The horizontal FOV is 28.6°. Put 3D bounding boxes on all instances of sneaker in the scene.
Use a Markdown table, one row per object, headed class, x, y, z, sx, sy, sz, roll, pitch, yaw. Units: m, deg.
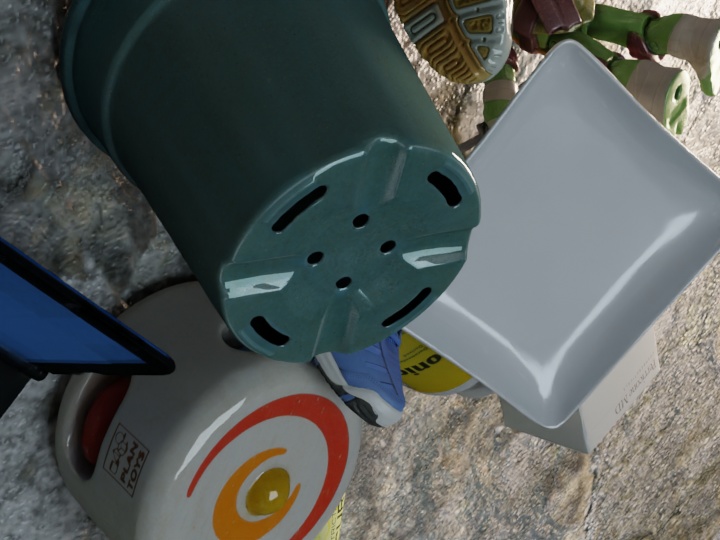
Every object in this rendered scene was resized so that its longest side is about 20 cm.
| class | x | y | z | sx | sy | sz | roll | pitch | yaw |
| --- | --- | --- | --- | --- | --- | --- | --- | --- | --- |
| sneaker | 0.000 | 0.000 | 0.901 | 0.076 | 0.203 | 0.076 | -21 | 158 | 17 |
| sneaker | 0.054 | -0.204 | 0.836 | 0.075 | 0.203 | 0.087 | -25 | 166 | 29 |

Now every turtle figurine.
| class | x | y | z | sx | sy | sz | roll | pitch | yaw |
| --- | --- | --- | --- | --- | --- | --- | --- | --- | --- |
| turtle figurine | 0.141 | -0.130 | 0.962 | 0.143 | 0.192 | 0.203 | -7 | 115 | -57 |

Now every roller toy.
| class | x | y | z | sx | sy | sz | roll | pitch | yaw |
| --- | --- | --- | --- | --- | --- | --- | --- | --- | --- |
| roller toy | -0.097 | 0.115 | 0.927 | 0.199 | 0.139 | 0.184 | -37 | 137 | -21 |

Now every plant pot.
| class | x | y | z | sx | sy | sz | roll | pitch | yaw |
| --- | --- | --- | --- | --- | --- | --- | --- | --- | --- |
| plant pot | -0.040 | -0.070 | 0.770 | 0.198 | 0.197 | 0.202 | -19 | 141 | -17 |

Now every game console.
| class | x | y | z | sx | sy | sz | roll | pitch | yaw |
| --- | --- | --- | --- | --- | --- | --- | --- | --- | --- |
| game console | -0.231 | 0.056 | 0.764 | 0.171 | 0.118 | 0.200 | -52 | 141 | -5 |

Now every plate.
| class | x | y | z | sx | sy | sz | roll | pitch | yaw |
| --- | --- | --- | --- | --- | --- | --- | --- | --- | --- |
| plate | 0.121 | -0.019 | 0.888 | 0.199 | 0.032 | 0.201 | 34 | 102 | -32 |

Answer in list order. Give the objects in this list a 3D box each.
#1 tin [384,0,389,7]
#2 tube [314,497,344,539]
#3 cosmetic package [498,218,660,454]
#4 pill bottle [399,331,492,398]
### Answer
| class | x | y | z | sx | sy | sz | roll | pitch | yaw |
| --- | --- | --- | --- | --- | --- | --- | --- | --- | --- |
| tin | -0.049 | -0.192 | 0.846 | 0.113 | 0.042 | 0.200 | -56 | 142 | -7 |
| tube | -0.041 | 0.200 | 1.121 | 0.058 | 0.051 | 0.203 | -69 | 167 | -66 |
| cosmetic package | 0.145 | 0.015 | 1.006 | 0.113 | 0.080 | 0.202 | -42 | 129 | -34 |
| pill bottle | 0.044 | 0.027 | 1.035 | 0.112 | 0.111 | 0.199 | -56 | 142 | 1 |
